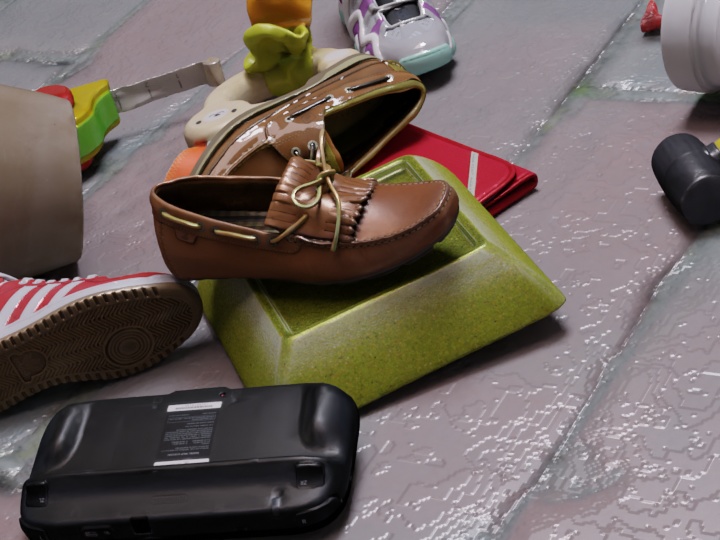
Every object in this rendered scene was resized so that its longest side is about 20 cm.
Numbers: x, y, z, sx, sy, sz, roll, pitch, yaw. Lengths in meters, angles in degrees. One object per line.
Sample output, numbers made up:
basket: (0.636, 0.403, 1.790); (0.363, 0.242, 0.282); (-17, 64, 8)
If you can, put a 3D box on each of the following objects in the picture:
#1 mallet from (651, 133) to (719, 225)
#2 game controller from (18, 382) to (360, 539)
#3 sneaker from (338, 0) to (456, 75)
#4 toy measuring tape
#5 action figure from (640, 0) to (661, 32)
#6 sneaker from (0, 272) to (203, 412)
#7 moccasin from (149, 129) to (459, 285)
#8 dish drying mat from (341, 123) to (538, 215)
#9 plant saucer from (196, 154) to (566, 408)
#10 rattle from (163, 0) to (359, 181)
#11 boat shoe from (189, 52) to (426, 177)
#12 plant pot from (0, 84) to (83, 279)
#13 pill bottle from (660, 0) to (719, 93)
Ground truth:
mallet: (0.272, -0.107, 1.156); (0.200, 0.041, 0.066); (-41, 32, 22)
game controller: (-0.099, 0.111, 1.049); (0.199, 0.042, 0.104); (-5, 35, 15)
sneaker: (0.012, -0.245, 1.464); (0.078, 0.140, 0.200); (-21, 32, -10)
toy measuring tape: (-0.202, -0.119, 1.428); (0.199, 0.074, 0.074); (-16, 32, -1)
action figure: (0.317, -0.231, 1.380); (0.200, 0.065, 0.099); (5, 54, 28)
sneaker: (-0.206, 0.027, 1.198); (0.200, 0.071, 0.113); (-19, 35, -2)
moccasin: (-0.037, -0.039, 1.118); (0.201, 0.078, 0.074); (2, 39, 28)
dish drying mat: (0.035, -0.078, 1.312); (0.077, 0.018, 0.200); (-34, 37, -25)
plant saucer: (0.000, 0.000, 1.160); (0.200, 0.048, 0.200); (-26, 34, -7)
rattle: (-0.093, -0.153, 1.369); (0.130, 0.143, 0.200); (25, 45, 36)
boat shoe: (-0.040, -0.089, 1.290); (0.200, 0.072, 0.068); (-42, 37, -19)
plant pot: (-0.288, -0.060, 1.281); (0.173, 0.200, 0.200); (-5, 30, -13)
pill bottle: (0.314, -0.161, 1.233); (0.200, 0.116, 0.116); (10, 40, 34)
